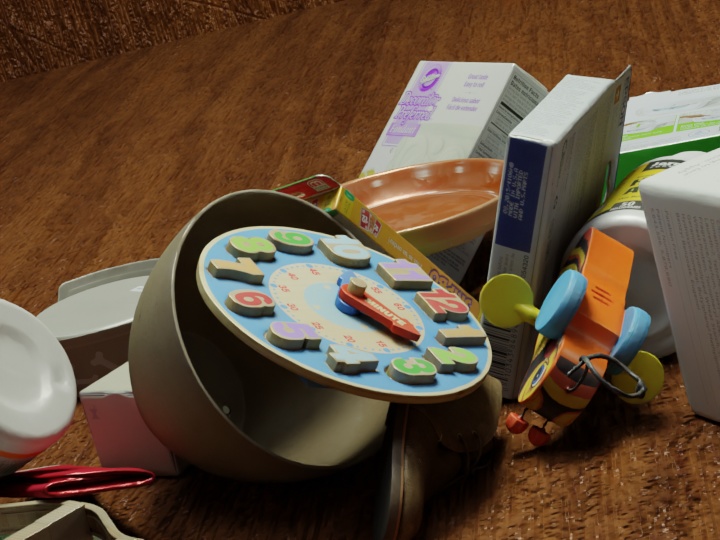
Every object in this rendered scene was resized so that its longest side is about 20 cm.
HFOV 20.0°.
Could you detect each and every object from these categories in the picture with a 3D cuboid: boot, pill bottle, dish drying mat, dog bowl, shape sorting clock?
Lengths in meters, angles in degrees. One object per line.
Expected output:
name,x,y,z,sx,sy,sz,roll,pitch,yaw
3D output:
boot,0.050,0.112,1.305,0.075,0.074,0.200,18,30,0
pill bottle,0.225,-0.020,1.507,0.111,0.112,0.200,-7,17,25
dish drying mat,-0.205,0.144,1.403,0.076,0.018,0.200,-5,-4,-23
dog bowl,-0.211,0.049,1.759,0.199,0.059,0.200,-13,16,4
pill bottle,-0.297,0.113,1.408,0.200,0.114,0.114,-36,3,32
shape sorting clock,-0.009,0.024,1.308,0.199,0.039,0.200,21,22,-9

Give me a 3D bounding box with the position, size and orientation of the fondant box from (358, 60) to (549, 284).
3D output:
fondant box,0.064,-0.081,1.757,0.144,0.058,0.201,10,68,57

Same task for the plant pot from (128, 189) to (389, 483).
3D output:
plant pot,-0.083,0.064,1.407,0.134,0.201,0.200,-33,-1,43

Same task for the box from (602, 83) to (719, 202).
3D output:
box,0.248,-0.085,1.735,0.199,0.097,0.177,-11,16,15

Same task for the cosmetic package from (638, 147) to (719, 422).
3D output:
cosmetic package,0.304,0.005,1.251,0.164,0.166,0.200,-21,16,-20

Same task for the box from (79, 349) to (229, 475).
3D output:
box,-0.114,0.082,1.542,0.082,0.069,0.200,-2,20,38

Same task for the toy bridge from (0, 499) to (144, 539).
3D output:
toy bridge,-0.194,0.168,1.274,0.199,0.027,0.067,2,21,43

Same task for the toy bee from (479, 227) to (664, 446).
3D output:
toy bee,0.130,0.054,1.339,0.109,0.131,0.200,-55,-12,27

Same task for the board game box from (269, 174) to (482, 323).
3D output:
board game box,0.000,0.000,1.502,0.095,0.200,0.030,-16,46,38

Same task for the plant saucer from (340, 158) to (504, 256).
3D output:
plant saucer,0.033,-0.043,1.598,0.199,0.032,0.200,-13,16,4

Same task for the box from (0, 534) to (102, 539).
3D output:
box,-0.269,0.213,1.300,0.144,0.037,0.200,1,23,42

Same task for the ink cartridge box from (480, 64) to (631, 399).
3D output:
ink cartridge box,0.140,-0.035,1.482,0.043,0.197,0.200,14,25,17
